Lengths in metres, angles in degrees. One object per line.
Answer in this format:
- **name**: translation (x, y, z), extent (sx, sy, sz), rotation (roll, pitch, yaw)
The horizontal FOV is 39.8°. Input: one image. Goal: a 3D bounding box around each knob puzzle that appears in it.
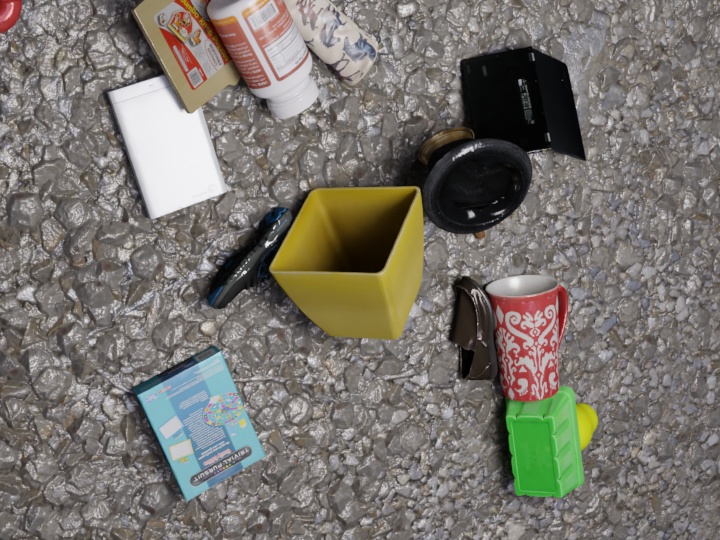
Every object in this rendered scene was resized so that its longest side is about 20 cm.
- **knob puzzle**: translation (-0.242, -0.370, 1.519), extent (0.217, 0.030, 0.224), rotation (-9, 102, -44)

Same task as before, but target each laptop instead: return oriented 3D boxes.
- **laptop**: translation (0.290, -0.281, 1.758), extent (0.196, 0.116, 0.191), rotation (-10, 77, 5)

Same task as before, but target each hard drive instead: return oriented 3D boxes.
- **hard drive**: translation (-0.297, -0.197, 1.540), extent (0.130, 0.027, 0.203), rotation (-22, 107, -20)

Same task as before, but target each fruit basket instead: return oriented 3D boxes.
- **fruit basket**: translation (0.360, 0.309, 1.880), extent (0.215, 0.153, 0.220), rotation (-3, 90, -65)

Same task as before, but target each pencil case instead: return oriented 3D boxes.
- **pencil case**: translation (-0.057, -0.392, 1.584), extent (0.089, 0.078, 0.199), rotation (-45, 114, 11)

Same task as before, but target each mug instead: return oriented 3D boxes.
- **mug**: translation (0.321, 0.120, 1.809), extent (0.174, 0.133, 0.204), rotation (-10, 104, -13)

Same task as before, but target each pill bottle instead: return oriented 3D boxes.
- **pill bottle**: translation (-0.143, -0.340, 1.525), extent (0.112, 0.112, 0.202), rotation (-38, 124, -14)

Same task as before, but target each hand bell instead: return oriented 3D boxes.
- **hand bell**: translation (0.182, -0.137, 1.743), extent (0.104, 0.104, 0.202), rotation (-35, 122, -14)

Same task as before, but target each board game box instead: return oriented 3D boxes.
- **board game box**: translation (-0.261, 0.248, 1.621), extent (0.149, 0.047, 0.203), rotation (-26, 109, -18)

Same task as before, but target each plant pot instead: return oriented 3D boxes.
- **plant pot**: translation (0.000, 0.000, 1.594), extent (0.201, 0.197, 0.178), rotation (-64, 145, -41)

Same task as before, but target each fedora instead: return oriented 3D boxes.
- **fedora**: translation (0.178, -0.154, 1.621), extent (0.197, 0.092, 0.203), rotation (-13, 133, -15)

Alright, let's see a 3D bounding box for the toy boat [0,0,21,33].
- **toy boat**: translation (-0.556, -0.377, 1.336), extent (0.197, 0.130, 0.133), rotation (-16, 105, -21)

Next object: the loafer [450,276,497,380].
- **loafer**: translation (0.198, 0.112, 1.787), extent (0.070, 0.073, 0.203), rotation (-19, 106, -22)

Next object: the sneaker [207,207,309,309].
- **sneaker**: translation (-0.163, -0.005, 1.607), extent (0.200, 0.073, 0.082), rotation (-47, 115, -9)
